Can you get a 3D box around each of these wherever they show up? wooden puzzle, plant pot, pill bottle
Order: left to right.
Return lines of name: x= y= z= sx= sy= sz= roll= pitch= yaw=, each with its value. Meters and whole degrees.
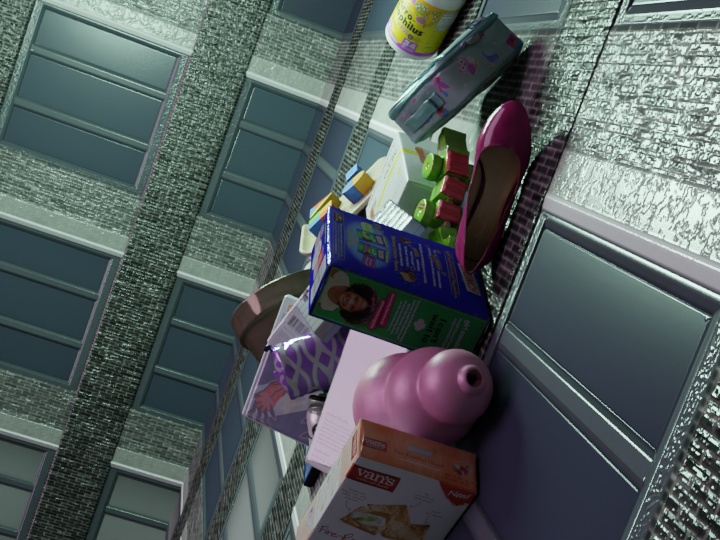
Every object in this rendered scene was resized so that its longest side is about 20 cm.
plant pot: x=-0.084 y=0.120 z=1.830 sx=0.174 sy=0.200 sz=0.200 roll=65 pitch=148 yaw=23
wooden puzzle: x=-0.026 y=-0.117 z=1.913 sx=0.200 sy=0.046 sz=0.185 roll=-40 pitch=13 yaw=10
pill bottle: x=0.124 y=-0.471 z=2.025 sx=0.200 sy=0.104 sz=0.104 roll=122 pitch=163 yaw=-51

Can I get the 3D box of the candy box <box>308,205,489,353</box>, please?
candy box: x=0.043 y=0.017 z=1.368 sx=0.169 sy=0.200 sz=0.077 roll=-91 pitch=22 yaw=-63

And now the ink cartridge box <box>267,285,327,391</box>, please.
ink cartridge box: x=-0.026 y=0.061 z=1.670 sx=0.200 sy=0.116 sz=0.068 roll=-51 pitch=-13 yaw=11

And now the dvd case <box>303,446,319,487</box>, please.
dvd case: x=-0.063 y=0.253 z=1.963 sx=0.200 sy=0.018 sz=0.143 roll=-91 pitch=22 yaw=-58

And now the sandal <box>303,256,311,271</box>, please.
sandal: x=-0.075 y=-0.005 z=1.914 sx=0.203 sy=0.050 sz=0.083 roll=-47 pitch=16 yaw=55

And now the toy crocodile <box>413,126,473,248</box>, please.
toy crocodile: x=0.119 y=-0.107 z=1.552 sx=0.062 sy=0.067 sz=0.200 roll=136 pitch=149 yaw=-57

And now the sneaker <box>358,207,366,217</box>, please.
sneaker: x=0.000 y=-0.027 z=1.946 sx=0.121 sy=0.083 sz=0.200 roll=-83 pitch=14 yaw=-50

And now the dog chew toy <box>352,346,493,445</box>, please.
dog chew toy: x=0.073 y=0.139 z=1.249 sx=0.200 sy=0.124 sz=0.125 roll=-36 pitch=36 yaw=59

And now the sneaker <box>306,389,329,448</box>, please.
sneaker: x=-0.032 y=0.215 z=1.606 sx=0.200 sy=0.074 sz=0.089 roll=4 pitch=-85 yaw=-70

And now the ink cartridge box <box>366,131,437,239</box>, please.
ink cartridge box: x=0.072 y=-0.100 z=1.718 sx=0.200 sy=0.083 sz=0.145 roll=-94 pitch=25 yaw=-63

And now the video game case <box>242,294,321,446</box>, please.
video game case: x=-0.066 y=0.162 z=1.731 sx=0.200 sy=0.182 sz=0.023 roll=-70 pitch=-15 yaw=8

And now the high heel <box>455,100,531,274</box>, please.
high heel: x=0.157 y=-0.094 z=1.341 sx=0.096 sy=0.067 sz=0.200 roll=-71 pitch=-10 yaw=-60

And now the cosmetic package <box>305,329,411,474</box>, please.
cosmetic package: x=0.014 y=0.174 z=1.477 sx=0.102 sy=0.074 sz=0.200 roll=22 pitch=91 yaw=35

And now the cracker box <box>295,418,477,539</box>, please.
cracker box: x=0.024 y=0.257 z=1.234 sx=0.058 sy=0.134 sz=0.200 roll=-85 pitch=17 yaw=-51

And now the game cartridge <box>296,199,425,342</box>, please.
game cartridge: x=0.000 y=0.000 z=1.542 sx=0.200 sy=0.038 sz=0.130 roll=-49 pitch=24 yaw=3

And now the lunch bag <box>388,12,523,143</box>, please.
lunch bag: x=0.126 y=-0.260 z=1.578 sx=0.160 sy=0.077 sz=0.200 roll=-41 pitch=1 yaw=-24

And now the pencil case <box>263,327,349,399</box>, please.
pencil case: x=-0.025 y=0.111 z=1.570 sx=0.086 sy=0.200 sz=0.084 roll=98 pitch=152 yaw=-72
